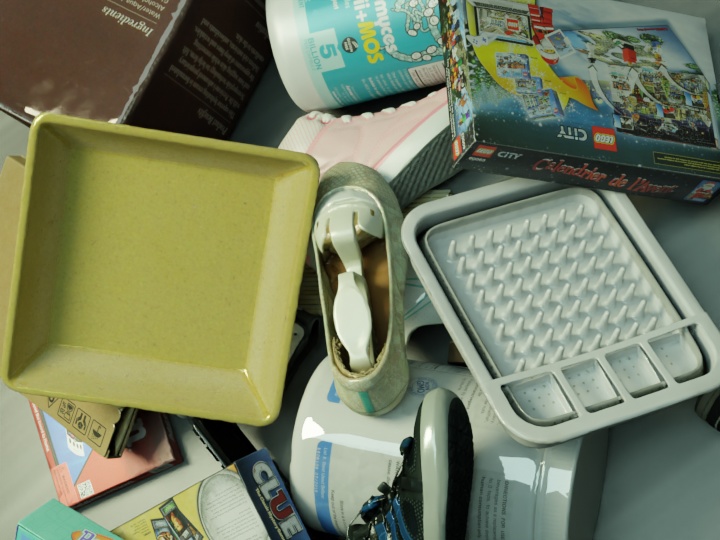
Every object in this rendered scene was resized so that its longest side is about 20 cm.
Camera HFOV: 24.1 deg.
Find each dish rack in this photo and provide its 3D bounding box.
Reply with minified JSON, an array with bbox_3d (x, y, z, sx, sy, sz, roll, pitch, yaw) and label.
[{"bbox_3d":[0.132,0.026,1.120,0.171,0.044,0.201,-16,57,-19],"label":"dish rack"}]

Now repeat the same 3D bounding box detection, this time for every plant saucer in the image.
[{"bbox_3d":[-0.141,-0.003,1.184,0.198,0.048,0.201,9,105,-6],"label":"plant saucer"}]

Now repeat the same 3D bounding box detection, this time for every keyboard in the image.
[{"bbox_3d":[-0.056,0.191,1.212,0.040,0.104,0.200,-42,72,9],"label":"keyboard"}]

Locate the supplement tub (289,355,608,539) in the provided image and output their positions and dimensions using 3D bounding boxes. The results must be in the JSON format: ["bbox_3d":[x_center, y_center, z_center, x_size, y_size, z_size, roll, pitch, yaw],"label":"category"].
[{"bbox_3d":[0.062,0.132,1.172,0.199,0.132,0.133,9,82,18],"label":"supplement tub"}]

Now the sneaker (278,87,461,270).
[{"bbox_3d":[0.013,-0.099,1.258,0.200,0.075,0.105,-39,64,0],"label":"sneaker"}]

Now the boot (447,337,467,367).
[{"bbox_3d":[0.162,0.035,1.173,0.198,0.074,0.076,4,82,0],"label":"boot"}]

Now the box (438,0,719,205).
[{"bbox_3d":[0.155,-0.125,1.169,0.199,0.038,0.138,7,62,-20],"label":"box"}]

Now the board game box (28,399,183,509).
[{"bbox_3d":[-0.217,0.076,1.328,0.102,0.019,0.201,-24,73,10],"label":"board game box"}]

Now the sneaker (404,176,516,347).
[{"bbox_3d":[0.078,-0.009,1.228,0.199,0.070,0.081,-31,89,0],"label":"sneaker"}]

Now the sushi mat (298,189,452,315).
[{"bbox_3d":[-0.026,-0.013,1.290,0.198,0.012,0.096,0,78,17],"label":"sushi mat"}]

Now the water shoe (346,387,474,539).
[{"bbox_3d":[0.026,0.167,1.083,0.078,0.072,0.201,8,114,16],"label":"water shoe"}]

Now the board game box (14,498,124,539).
[{"bbox_3d":[-0.189,0.284,1.212,0.151,0.045,0.201,27,121,20],"label":"board game box"}]

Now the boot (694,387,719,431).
[{"bbox_3d":[0.341,0.080,1.130,0.200,0.073,0.151,-37,71,1],"label":"boot"}]

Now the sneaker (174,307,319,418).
[{"bbox_3d":[-0.086,0.010,1.268,0.114,0.076,0.202,0,90,8],"label":"sneaker"}]

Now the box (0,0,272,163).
[{"bbox_3d":[-0.178,-0.182,1.289,0.164,0.166,0.201,28,88,19],"label":"box"}]

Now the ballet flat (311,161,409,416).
[{"bbox_3d":[0.000,0.000,1.144,0.067,0.062,0.201,-15,61,10],"label":"ballet flat"}]

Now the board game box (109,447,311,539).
[{"bbox_3d":[-0.107,0.222,1.191,0.200,0.035,0.136,-31,83,42],"label":"board game box"}]

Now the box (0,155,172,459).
[{"bbox_3d":[-0.228,0.025,1.289,0.199,0.021,0.164,31,107,34],"label":"box"}]

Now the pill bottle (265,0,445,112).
[{"bbox_3d":[0.038,-0.191,1.254,0.199,0.111,0.112,-13,76,14],"label":"pill bottle"}]
